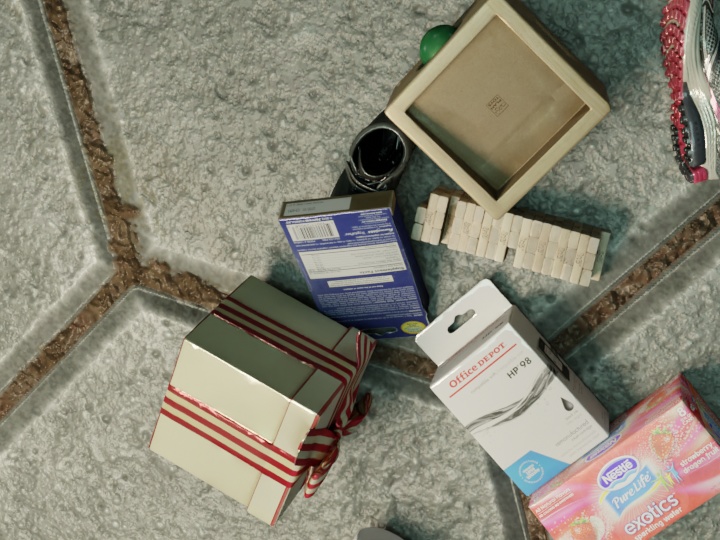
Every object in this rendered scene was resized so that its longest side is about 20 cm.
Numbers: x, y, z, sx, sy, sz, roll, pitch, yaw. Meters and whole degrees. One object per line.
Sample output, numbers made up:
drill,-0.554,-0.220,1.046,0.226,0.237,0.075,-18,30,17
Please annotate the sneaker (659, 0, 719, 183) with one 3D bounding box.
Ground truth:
sneaker,0.335,-0.189,1.137,0.074,0.081,0.202,-11,107,2

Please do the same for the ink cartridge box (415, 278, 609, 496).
ink cartridge box,0.155,0.123,1.247,0.116,0.067,0.200,-41,94,20

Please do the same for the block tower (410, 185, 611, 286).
block tower,0.156,-0.037,1.224,0.198,0.058,0.054,15,106,10

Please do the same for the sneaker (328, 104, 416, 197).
sneaker,0.000,-0.082,1.233,0.070,0.099,0.201,28,109,5

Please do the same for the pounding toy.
pounding toy,0.130,-0.199,1.169,0.200,0.142,0.184,42,110,-9

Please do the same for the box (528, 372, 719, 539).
box,0.284,0.212,1.225,0.200,0.095,0.103,-39,90,19

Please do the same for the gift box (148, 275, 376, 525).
gift box,-0.092,0.132,1.244,0.186,0.185,0.201,29,127,8

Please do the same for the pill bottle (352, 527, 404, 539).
pill bottle,-0.011,0.398,1.334,0.113,0.113,0.201,31,108,6

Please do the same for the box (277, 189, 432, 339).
box,0.000,0.000,1.251,0.120,0.033,0.201,-5,136,16
